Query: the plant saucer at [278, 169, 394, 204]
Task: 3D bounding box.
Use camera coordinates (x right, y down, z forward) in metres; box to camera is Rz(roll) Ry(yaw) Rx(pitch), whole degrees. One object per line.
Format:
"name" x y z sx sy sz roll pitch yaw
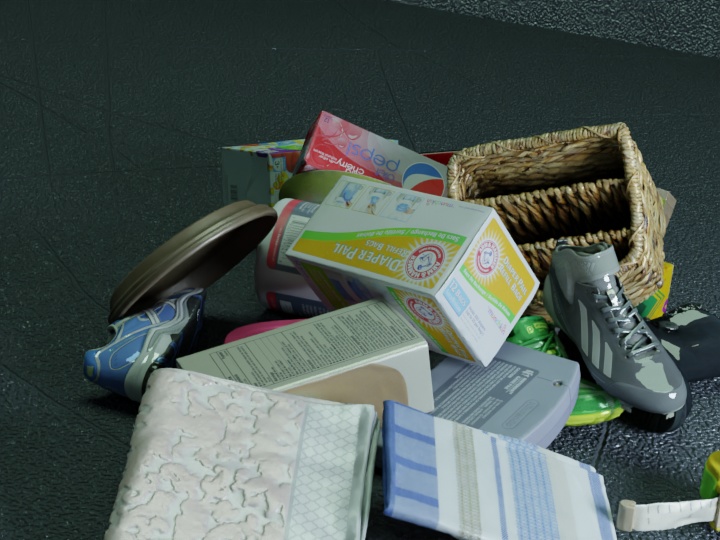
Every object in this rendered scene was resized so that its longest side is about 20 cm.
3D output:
"plant saucer" 0.000 -0.042 1.652 0.198 0.200 0.031 11 64 14

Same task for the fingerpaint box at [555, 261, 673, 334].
"fingerpaint box" 0.219 0.014 1.655 0.199 0.074 0.166 20 23 32

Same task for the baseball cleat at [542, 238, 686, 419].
"baseball cleat" 0.226 0.043 1.354 0.069 0.107 0.200 -19 41 -24

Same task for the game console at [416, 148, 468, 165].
"game console" 0.125 -0.092 1.787 0.198 0.120 0.172 -5 9 -13

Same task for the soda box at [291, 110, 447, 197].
"soda box" 0.029 -0.098 1.642 0.199 0.071 0.063 23 -21 -9

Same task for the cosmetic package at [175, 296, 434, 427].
"cosmetic package" -0.047 0.098 1.280 0.198 0.072 0.105 -16 28 -16

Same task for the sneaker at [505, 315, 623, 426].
"sneaker" 0.163 0.089 1.414 0.074 0.084 0.199 -6 24 -42

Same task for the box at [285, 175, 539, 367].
"box" 0.047 -0.002 1.384 0.199 0.113 0.102 16 62 43

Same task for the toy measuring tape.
"toy measuring tape" 0.283 0.180 1.226 0.198 0.074 0.074 -2 21 -23

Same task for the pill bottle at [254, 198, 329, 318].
"pill bottle" 0.000 0.000 1.562 0.198 0.121 0.120 12 20 14

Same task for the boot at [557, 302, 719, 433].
"boot" 0.310 0.089 1.468 0.167 0.077 0.200 -8 17 -24

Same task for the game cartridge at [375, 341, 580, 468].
"game cartridge" 0.103 0.127 1.308 0.133 0.041 0.200 12 32 36

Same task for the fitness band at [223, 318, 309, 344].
"fitness band" -0.035 0.084 1.443 0.198 0.038 0.144 -1 21 -23

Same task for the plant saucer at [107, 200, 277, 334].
"plant saucer" -0.168 -0.006 1.457 0.030 0.200 0.200 52 33 7

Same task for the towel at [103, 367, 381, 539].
"towel" -0.085 0.161 1.120 0.189 0.032 0.201 9 40 -1

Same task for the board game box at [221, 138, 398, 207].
"board game box" -0.059 -0.105 1.832 0.199 0.106 0.103 -11 14 -38

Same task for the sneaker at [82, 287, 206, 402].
"sneaker" -0.195 0.060 1.402 0.076 0.076 0.200 12 18 7

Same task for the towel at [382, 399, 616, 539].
"towel" 0.107 0.174 1.161 0.198 0.024 0.147 19 27 -11

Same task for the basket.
"basket" 0.191 -0.039 1.491 0.198 0.149 0.144 -6 58 25

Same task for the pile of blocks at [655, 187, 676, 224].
"pile of blocks" 0.281 -0.054 1.630 0.062 0.083 0.200 20 24 25
